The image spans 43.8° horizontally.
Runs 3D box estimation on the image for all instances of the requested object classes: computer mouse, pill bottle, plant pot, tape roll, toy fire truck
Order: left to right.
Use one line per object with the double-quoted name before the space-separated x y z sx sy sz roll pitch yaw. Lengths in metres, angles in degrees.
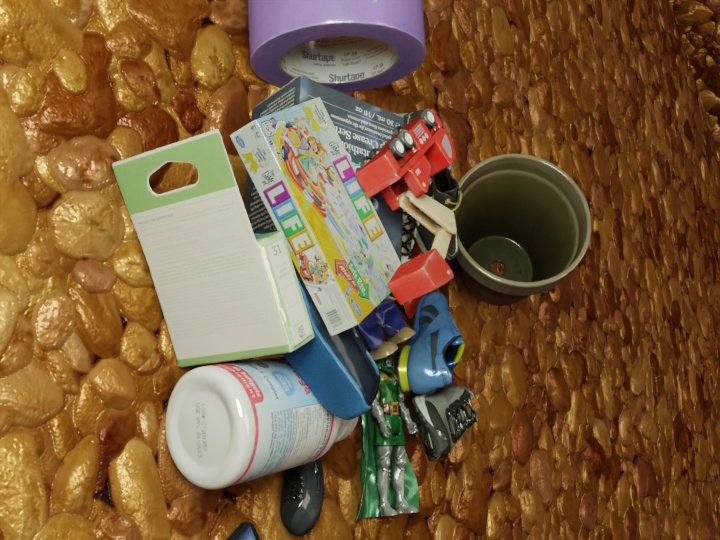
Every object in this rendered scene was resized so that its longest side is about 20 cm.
"pill bottle" -0.088 0.142 0.883 0.198 0.107 0.112 0 83 -56
"computer mouse" -0.049 0.191 0.995 0.058 0.033 0.204 37 53 -45
"tape roll" -0.026 -0.271 0.988 0.198 0.197 0.087 8 77 -54
"toy fire truck" 0.062 -0.071 0.925 0.143 0.048 0.200 57 36 -11
"plant pot" 0.212 -0.035 1.289 0.174 0.195 0.204 98 1 -65

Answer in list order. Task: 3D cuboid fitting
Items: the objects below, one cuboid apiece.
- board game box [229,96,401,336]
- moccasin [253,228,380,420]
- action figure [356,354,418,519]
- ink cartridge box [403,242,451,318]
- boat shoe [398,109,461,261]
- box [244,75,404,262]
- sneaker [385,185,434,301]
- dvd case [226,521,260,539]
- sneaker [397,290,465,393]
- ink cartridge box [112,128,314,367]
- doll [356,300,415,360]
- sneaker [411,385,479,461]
"board game box" -0.034 -0.057 0.853 0.203 0.034 0.134 63 29 -7
"moccasin" -0.051 0.049 0.866 0.203 0.079 0.068 61 34 -9
"action figure" 0.034 0.195 1.102 0.117 0.054 0.205 10 70 -51
"ink cartridge box" 0.079 -0.066 1.200 0.163 0.056 0.203 -45 114 -50
"boat shoe" 0.094 -0.103 1.140 0.072 0.059 0.205 -42 120 -50
"box" -0.039 -0.081 0.976 0.146 0.106 0.205 14 70 -35
"sneaker" 0.044 -0.068 1.051 0.075 0.086 0.205 3 83 -47
"dvd case" -0.113 0.373 0.872 0.142 0.017 0.204 -41 115 -52
"sneaker" 0.103 0.090 1.151 0.201 0.077 0.067 -64 145 -59
"ink cartridge box" -0.135 -0.018 0.818 0.048 0.143 0.205 -29 106 -54
"doll" 0.000 0.000 1.089 0.136 0.048 0.203 -32 100 -47
"sneaker" 0.110 0.182 1.135 0.200 0.078 0.076 -37 112 -79
